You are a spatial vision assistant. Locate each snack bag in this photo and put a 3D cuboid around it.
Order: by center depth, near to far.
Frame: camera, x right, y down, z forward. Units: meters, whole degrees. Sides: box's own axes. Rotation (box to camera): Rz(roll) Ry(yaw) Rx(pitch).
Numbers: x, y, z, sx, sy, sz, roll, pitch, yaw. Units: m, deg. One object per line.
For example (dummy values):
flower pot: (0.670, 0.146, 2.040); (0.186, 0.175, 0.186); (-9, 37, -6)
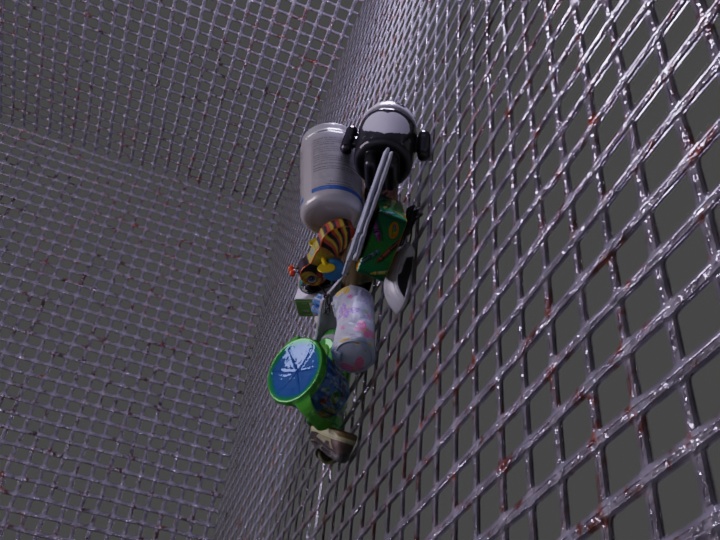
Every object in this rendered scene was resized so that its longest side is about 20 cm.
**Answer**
snack bag: (0.011, -0.099, 1.524); (0.201, 0.021, 0.191); (113, 175, -63)

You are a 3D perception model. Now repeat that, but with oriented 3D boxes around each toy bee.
toy bee: (-0.085, -0.010, 1.641); (0.131, 0.107, 0.204); (-155, 75, -69)

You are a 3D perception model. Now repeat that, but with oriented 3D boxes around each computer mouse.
computer mouse: (0.073, -0.017, 1.543); (0.110, 0.043, 0.203); (126, 158, -56)

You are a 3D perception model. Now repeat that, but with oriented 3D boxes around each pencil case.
pencil case: (-0.014, 0.115, 1.658); (0.201, 0.089, 0.084); (-93, 27, -56)

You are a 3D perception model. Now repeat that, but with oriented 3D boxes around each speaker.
speaker: (-0.060, 0.229, 1.732); (0.089, 0.087, 0.203); (127, 156, -59)

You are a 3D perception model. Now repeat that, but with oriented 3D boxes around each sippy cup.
sippy cup: (-0.092, 0.221, 1.607); (0.138, 0.130, 0.181); (-3, 57, 39)

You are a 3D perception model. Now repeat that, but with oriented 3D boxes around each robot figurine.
robot figurine: (0.051, -0.253, 1.659); (0.124, 0.149, 0.202); (-39, 28, 40)

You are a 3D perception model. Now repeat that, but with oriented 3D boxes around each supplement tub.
supplement tub: (-0.061, -0.188, 1.703); (0.132, 0.129, 0.203); (122, 152, -52)

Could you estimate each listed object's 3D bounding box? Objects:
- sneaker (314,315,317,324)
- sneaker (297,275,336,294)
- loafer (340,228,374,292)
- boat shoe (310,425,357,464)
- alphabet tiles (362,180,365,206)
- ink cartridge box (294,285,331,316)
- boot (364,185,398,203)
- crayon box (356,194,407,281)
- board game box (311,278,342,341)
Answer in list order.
sneaker: (-0.085, 0.070, 2.106); (0.201, 0.072, 0.089); (-111, 39, -64)
sneaker: (-0.057, -0.008, 1.929); (0.199, 0.072, 0.080); (-39, 17, -6)
loafer: (0.000, 0.000, 1.781); (0.067, 0.075, 0.203); (45, 141, 49)
boat shoe: (-0.063, 0.345, 1.615); (0.200, 0.071, 0.067); (-28, 41, 68)
alphabet tiles: (-0.020, -0.107, 1.839); (0.201, 0.014, 0.199); (76, -152, -62)
ink cartridge box: (-0.086, 0.023, 2.031); (0.202, 0.102, 0.060); (-74, -23, -45)
boot: (0.045, -0.110, 1.782); (0.188, 0.063, 0.203); (106, 166, -56)
crayon box: (0.037, -0.067, 1.564); (0.200, 0.057, 0.121); (-92, 23, -76)
board game box: (-0.075, 0.111, 1.852); (0.200, 0.025, 0.203); (-51, -26, -60)
